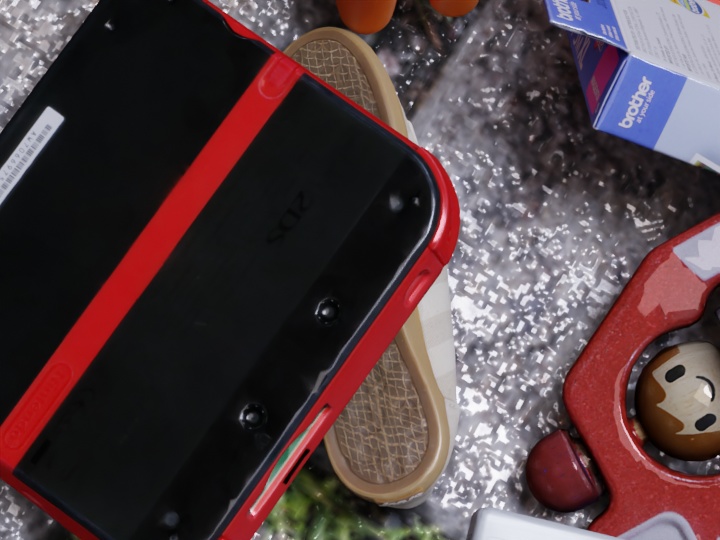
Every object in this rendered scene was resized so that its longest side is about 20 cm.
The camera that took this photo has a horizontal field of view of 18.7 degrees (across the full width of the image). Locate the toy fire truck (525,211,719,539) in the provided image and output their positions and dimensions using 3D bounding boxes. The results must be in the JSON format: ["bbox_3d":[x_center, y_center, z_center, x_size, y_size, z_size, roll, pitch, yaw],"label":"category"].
[{"bbox_3d":[0.159,0.082,0.869,0.167,0.112,0.201,-29,83,4],"label":"toy fire truck"}]

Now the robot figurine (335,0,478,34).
[{"bbox_3d":[0.004,-0.203,0.901,0.143,0.116,0.202,-21,76,30],"label":"robot figurine"}]

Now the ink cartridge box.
[{"bbox_3d":[0.155,-0.071,0.889,0.198,0.120,0.042,22,114,-11],"label":"ink cartridge box"}]

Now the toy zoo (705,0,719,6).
[{"bbox_3d":[0.186,-0.171,0.975,0.198,0.020,0.133,3,75,-9],"label":"toy zoo"}]

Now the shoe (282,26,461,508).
[{"bbox_3d":[0.000,0.000,0.887,0.069,0.053,0.202,-14,73,17],"label":"shoe"}]

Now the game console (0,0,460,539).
[{"bbox_3d":[-0.077,0.002,0.851,0.176,0.031,0.201,34,82,16],"label":"game console"}]

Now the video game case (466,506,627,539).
[{"bbox_3d":[0.118,0.195,0.773,0.198,0.023,0.184,14,77,-5],"label":"video game case"}]
